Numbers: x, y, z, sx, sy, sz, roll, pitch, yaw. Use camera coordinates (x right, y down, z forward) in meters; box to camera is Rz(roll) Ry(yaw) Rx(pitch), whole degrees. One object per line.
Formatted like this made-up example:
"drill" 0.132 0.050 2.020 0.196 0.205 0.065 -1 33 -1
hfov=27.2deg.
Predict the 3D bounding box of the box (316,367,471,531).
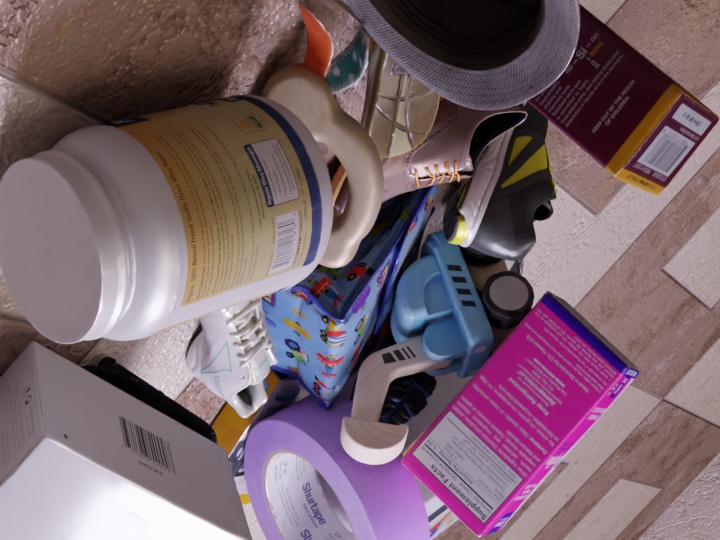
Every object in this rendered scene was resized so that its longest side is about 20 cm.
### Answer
"box" 0.031 0.155 1.545 0.200 0.097 0.125 -36 160 -47

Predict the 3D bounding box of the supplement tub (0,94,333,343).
"supplement tub" -0.132 -0.035 1.014 0.199 0.144 0.145 -19 144 -43

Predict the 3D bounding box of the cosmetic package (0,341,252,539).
"cosmetic package" -0.227 0.197 1.139 0.199 0.123 0.200 35 106 -32

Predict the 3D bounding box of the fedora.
"fedora" 0.074 -0.219 1.032 0.177 0.200 0.090 -39 -168 50

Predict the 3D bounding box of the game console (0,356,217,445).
"game console" -0.242 0.181 1.216 0.201 0.170 0.118 -58 178 27

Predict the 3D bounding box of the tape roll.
"tape roll" -0.025 0.218 1.399 0.065 0.200 0.201 -25 148 -33

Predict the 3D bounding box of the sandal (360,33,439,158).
"sandal" 0.039 -0.182 1.150 0.080 0.054 0.201 -1 126 -30

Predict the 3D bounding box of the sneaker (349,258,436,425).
"sneaker" 0.035 0.085 1.451 0.078 0.075 0.201 -42 -163 50

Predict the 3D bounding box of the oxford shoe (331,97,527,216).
"oxford shoe" 0.055 -0.101 1.277 0.200 0.073 0.071 -40 155 -9

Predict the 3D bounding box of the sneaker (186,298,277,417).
"sneaker" -0.101 0.048 1.262 0.070 0.080 0.201 -30 149 -24

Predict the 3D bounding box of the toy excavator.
"toy excavator" 0.058 0.064 1.347 0.199 0.196 0.100 -14 154 -11

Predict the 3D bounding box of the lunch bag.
"lunch bag" 0.000 0.000 1.356 0.200 0.094 0.151 -47 161 -30

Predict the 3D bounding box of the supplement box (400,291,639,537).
"supplement box" 0.144 0.129 1.331 0.200 0.103 0.101 -48 164 7

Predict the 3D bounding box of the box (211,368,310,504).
"box" -0.094 0.151 1.474 0.119 0.041 0.201 2 126 -57

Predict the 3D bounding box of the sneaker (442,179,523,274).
"sneaker" 0.113 -0.033 1.473 0.088 0.074 0.201 -30 141 -28

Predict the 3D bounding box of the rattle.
"rattle" -0.024 -0.113 1.151 0.143 0.129 0.202 -25 124 -55

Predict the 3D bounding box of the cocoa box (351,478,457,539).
"cocoa box" 0.029 0.244 1.682 0.199 0.133 0.132 -33 153 -21

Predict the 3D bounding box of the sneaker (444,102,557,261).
"sneaker" 0.142 -0.086 1.350 0.201 0.084 0.075 -63 -176 -31

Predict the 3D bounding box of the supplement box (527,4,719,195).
"supplement box" 0.184 -0.161 1.230 0.086 0.200 0.110 -52 154 14
